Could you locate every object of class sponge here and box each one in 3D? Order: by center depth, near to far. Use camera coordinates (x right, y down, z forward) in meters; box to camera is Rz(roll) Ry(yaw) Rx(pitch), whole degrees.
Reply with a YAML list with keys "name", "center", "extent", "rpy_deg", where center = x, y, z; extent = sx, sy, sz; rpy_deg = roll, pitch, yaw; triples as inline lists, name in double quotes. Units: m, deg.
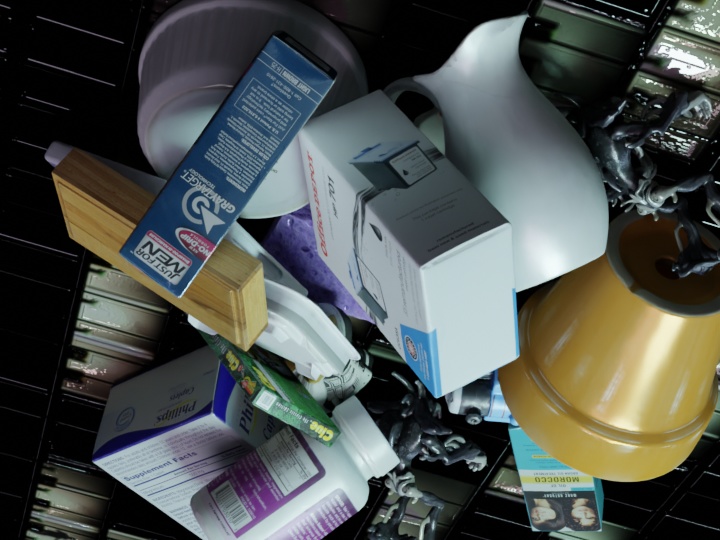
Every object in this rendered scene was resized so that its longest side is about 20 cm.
- name: "sponge"
  center: [0.000, 0.000, 1.510]
  extent: [0.198, 0.030, 0.112]
  rpy_deg: [20, 140, -12]

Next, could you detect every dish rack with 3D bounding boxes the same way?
- name: "dish rack"
  center: [-0.108, 0.037, 1.433]
  extent: [0.198, 0.044, 0.172]
  rpy_deg: [21, 164, 26]

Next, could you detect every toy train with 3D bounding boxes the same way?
- name: "toy train"
  center: [0.166, 0.102, 1.522]
  extent: [0.197, 0.115, 0.087]
  rpy_deg: [6, 141, -4]

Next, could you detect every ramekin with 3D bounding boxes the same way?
- name: "ramekin"
  center: [-0.096, -0.131, 1.323]
  extent: [0.200, 0.095, 0.203]
  rpy_deg: [5, 140, 5]

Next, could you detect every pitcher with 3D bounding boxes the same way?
- name: "pitcher"
  center: [0.103, -0.084, 1.272]
  extent: [0.171, 0.121, 0.202]
  rpy_deg: [-23, 90, 45]

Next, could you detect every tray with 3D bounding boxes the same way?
- name: "tray"
  center: [-0.169, -0.017, 1.325]
  extent: [0.199, 0.037, 0.099]
  rpy_deg: [30, 152, 18]

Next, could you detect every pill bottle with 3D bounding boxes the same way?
- name: "pill bottle"
  center: [-0.063, 0.217, 1.579]
  extent: [0.199, 0.112, 0.113]
  rpy_deg: [-35, 133, -5]

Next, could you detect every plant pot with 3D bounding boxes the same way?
- name: "plant pot"
  center: [0.242, 0.051, 1.395]
  extent: [0.198, 0.201, 0.184]
  rpy_deg: [14, 135, -5]

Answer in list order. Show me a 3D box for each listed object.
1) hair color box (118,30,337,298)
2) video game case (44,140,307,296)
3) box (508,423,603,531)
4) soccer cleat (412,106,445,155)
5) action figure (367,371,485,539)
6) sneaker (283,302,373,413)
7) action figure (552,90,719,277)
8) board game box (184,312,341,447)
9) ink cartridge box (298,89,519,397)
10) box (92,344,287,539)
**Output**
- name: "hair color box"
  center: [-0.098, -0.083, 1.195]
  extent: [0.060, 0.100, 0.201]
  rpy_deg: [35, 99, -5]
- name: "video game case"
  center: [-0.163, -0.040, 1.402]
  extent: [0.199, 0.024, 0.182]
  rpy_deg: [21, 164, 35]
- name: "box"
  center: [0.212, 0.208, 1.697]
  extent: [0.081, 0.050, 0.201]
  rpy_deg: [-2, 139, 14]
- name: "soccer cleat"
  center: [0.049, -0.079, 1.385]
  extent: [0.069, 0.078, 0.200]
  rpy_deg: [43, 117, 4]
- name: "action figure"
  center: [0.062, 0.203, 1.672]
  extent: [0.118, 0.102, 0.202]
  rpy_deg: [14, 107, 36]
- name: "sneaker"
  center: [-0.026, 0.083, 1.582]
  extent: [0.087, 0.076, 0.200]
  rpy_deg: [-12, 156, -18]
- name: "action figure"
  center: [0.241, -0.088, 1.306]
  extent: [0.200, 0.102, 0.119]
  rpy_deg: [44, 144, 0]
- name: "board game box"
  center: [-0.098, 0.096, 1.529]
  extent: [0.104, 0.200, 0.024]
  rpy_deg: [36, 95, -34]
- name: "ink cartridge box"
  center: [0.037, -0.024, 1.237]
  extent: [0.085, 0.200, 0.147]
  rpy_deg: [-26, 136, -17]
- name: "box"
  center: [-0.153, 0.189, 1.706]
  extent: [0.183, 0.106, 0.200]
  rpy_deg: [-23, 131, 32]
